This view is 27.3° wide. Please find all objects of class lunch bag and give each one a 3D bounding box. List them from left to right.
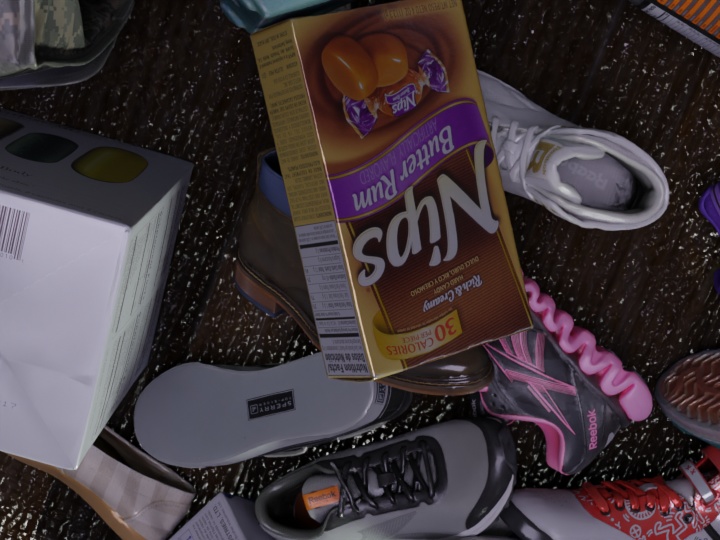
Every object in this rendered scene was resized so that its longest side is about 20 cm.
[{"bbox_3d":[-0.236,-0.164,0.874,0.163,0.200,0.118,-1,100,8],"label":"lunch bag"}]

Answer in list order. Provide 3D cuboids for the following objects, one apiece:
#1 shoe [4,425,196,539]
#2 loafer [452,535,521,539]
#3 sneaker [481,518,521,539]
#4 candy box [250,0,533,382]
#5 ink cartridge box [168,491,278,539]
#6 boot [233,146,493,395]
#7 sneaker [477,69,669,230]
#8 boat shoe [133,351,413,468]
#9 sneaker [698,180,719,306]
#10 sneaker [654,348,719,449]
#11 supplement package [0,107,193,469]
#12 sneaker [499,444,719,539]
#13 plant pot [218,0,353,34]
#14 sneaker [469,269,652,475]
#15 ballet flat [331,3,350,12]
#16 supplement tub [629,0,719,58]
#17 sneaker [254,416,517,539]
[{"bbox_3d":[-0.197,0.112,1.010,0.200,0.070,0.053,43,103,-15],"label":"shoe"},{"bbox_3d":[0.110,0.222,0.962,0.199,0.063,0.072,19,113,-41],"label":"loafer"},{"bbox_3d":[0.050,0.233,1.018,0.088,0.075,0.200,32,108,-10],"label":"sneaker"},{"bbox_3d":[0.020,-0.049,0.838,0.116,0.056,0.201,-16,96,-31],"label":"candy box"},{"bbox_3d":[-0.115,0.267,1.003,0.200,0.076,0.137,-42,54,13],"label":"ink cartridge box"},{"bbox_3d":[0.000,0.000,0.916,0.199,0.075,0.097,26,128,28],"label":"boot"},{"bbox_3d":[0.093,-0.080,0.902,0.199,0.116,0.074,20,93,-6],"label":"sneaker"},{"bbox_3d":[-0.060,0.095,0.990,0.199,0.064,0.071,-9,75,29],"label":"boat shoe"},{"bbox_3d":[0.275,0.021,0.958,0.083,0.081,0.201,-9,113,39],"label":"sneaker"},{"bbox_3d":[0.268,0.110,0.925,0.071,0.200,0.080,-41,120,-19],"label":"sneaker"},{"bbox_3d":[-0.206,0.001,0.911,0.151,0.200,0.152,16,105,0],"label":"supplement package"},{"bbox_3d":[0.193,0.153,0.975,0.201,0.067,0.108,24,104,-20],"label":"sneaker"},{"bbox_3d":[-0.026,-0.242,0.811,0.200,0.196,0.196,-43,98,-5],"label":"plant pot"},{"bbox_3d":[0.092,0.054,0.957,0.200,0.079,0.095,42,88,-5],"label":"sneaker"},{"bbox_3d":[-0.048,-0.172,0.925,0.073,0.073,0.201,-32,98,11],"label":"ballet flat"},{"bbox_3d":[0.237,-0.183,0.871,0.199,0.123,0.123,31,105,-4],"label":"supplement tub"},{"bbox_3d":[0.016,0.144,0.953,0.199,0.079,0.074,-24,64,34],"label":"sneaker"}]
